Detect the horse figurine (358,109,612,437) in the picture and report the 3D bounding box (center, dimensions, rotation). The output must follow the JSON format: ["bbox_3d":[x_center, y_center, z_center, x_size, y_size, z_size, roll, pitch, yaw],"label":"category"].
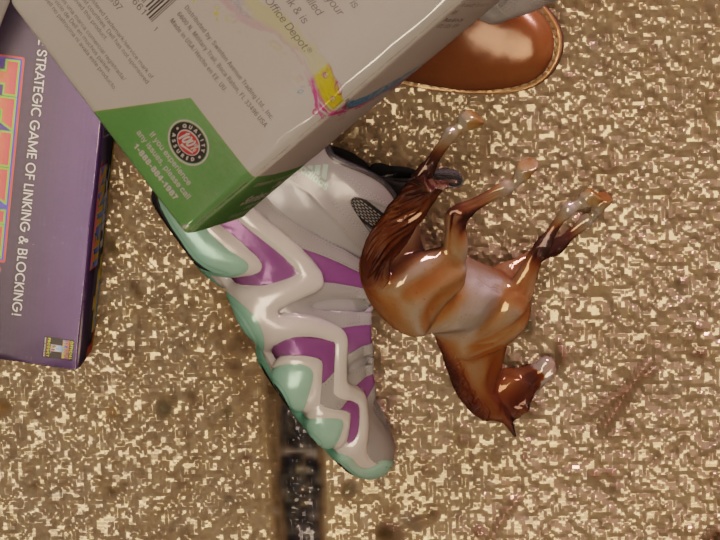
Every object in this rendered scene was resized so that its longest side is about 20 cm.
[{"bbox_3d":[0.054,-0.002,1.479,0.133,0.200,0.050,-52,54,9],"label":"horse figurine"}]

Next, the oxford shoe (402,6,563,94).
[{"bbox_3d":[0.007,-0.134,1.491,0.199,0.071,0.072,18,98,-3],"label":"oxford shoe"}]

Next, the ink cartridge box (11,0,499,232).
[{"bbox_3d":[-0.040,-0.137,1.406,0.200,0.087,0.146,-40,83,19],"label":"ink cartridge box"}]

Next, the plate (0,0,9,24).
[{"bbox_3d":[-0.251,-0.184,1.420,0.199,0.032,0.200,33,130,5],"label":"plate"}]

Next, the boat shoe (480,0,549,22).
[{"bbox_3d":[0.045,-0.218,1.462,0.068,0.072,0.201,-28,88,33],"label":"boat shoe"}]

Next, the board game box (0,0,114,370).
[{"bbox_3d":[-0.212,-0.060,1.528,0.165,0.057,0.201,7,101,4],"label":"board game box"}]

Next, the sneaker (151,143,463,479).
[{"bbox_3d":[0.000,0.000,1.515,0.140,0.078,0.200,-34,112,-3],"label":"sneaker"}]
